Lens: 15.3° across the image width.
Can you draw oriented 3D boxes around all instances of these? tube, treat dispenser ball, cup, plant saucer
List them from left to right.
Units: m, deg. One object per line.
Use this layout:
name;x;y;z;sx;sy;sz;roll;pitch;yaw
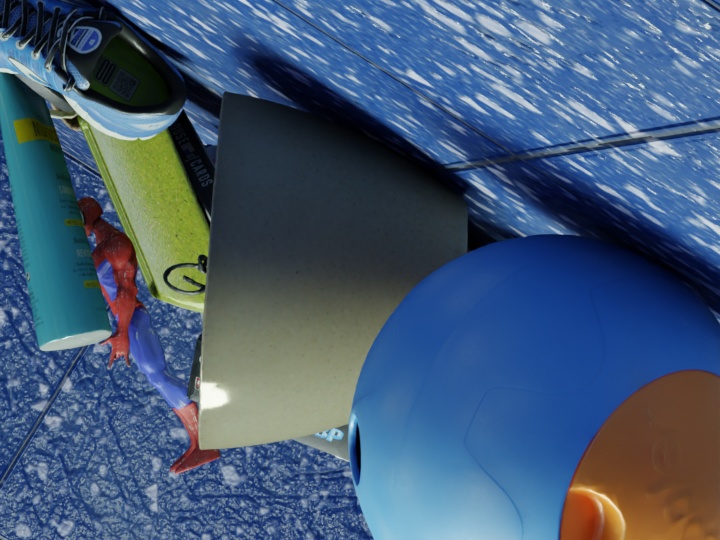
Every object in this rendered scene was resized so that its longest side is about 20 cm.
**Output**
tube;-0.215;-0.047;1.820;0.077;0.050;0.201;45;-149;-80
plant saucer;-0.148;-0.054;1.863;0.200;0.048;0.201;-178;66;-82
cup;-0.015;0.005;1.508;0.142;0.202;0.200;5;176;-1
treat dispenser ball;0.094;0.083;1.316;0.200;0.202;0.201;31;176;2

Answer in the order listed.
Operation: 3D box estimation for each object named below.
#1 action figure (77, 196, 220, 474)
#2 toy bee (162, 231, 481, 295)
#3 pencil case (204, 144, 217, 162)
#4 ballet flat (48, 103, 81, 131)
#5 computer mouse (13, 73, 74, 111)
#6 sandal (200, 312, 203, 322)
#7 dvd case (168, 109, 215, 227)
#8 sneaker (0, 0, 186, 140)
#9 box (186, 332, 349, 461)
action figure;-0.155;0.043;1.856;0.065;0.051;0.201;175;74;-86
toy bee;-0.005;-0.021;1.639;0.199;0.109;0.131;-1;-153;-27
pencil case;-0.050;-0.021;2.012;0.199;0.084;0.091;30;-144;26
ballet flat;-0.249;-0.158;1.988;0.068;0.067;0.200;28;174;39
computer mouse;-0.241;-0.182;1.801;0.200;0.053;0.138;44;-175;32
sandal;-0.044;0.038;1.941;0.059;0.080;0.206;1;-162;-34
dvd case;-0.096;-0.023;1.866;0.200;0.025;0.151;-122;11;-52
sneaker;-0.192;-0.151;1.689;0.199;0.079;0.089;26;168;-19
box;0.006;0.053;1.671;0.158;0.046;0.200;20;-154;18
